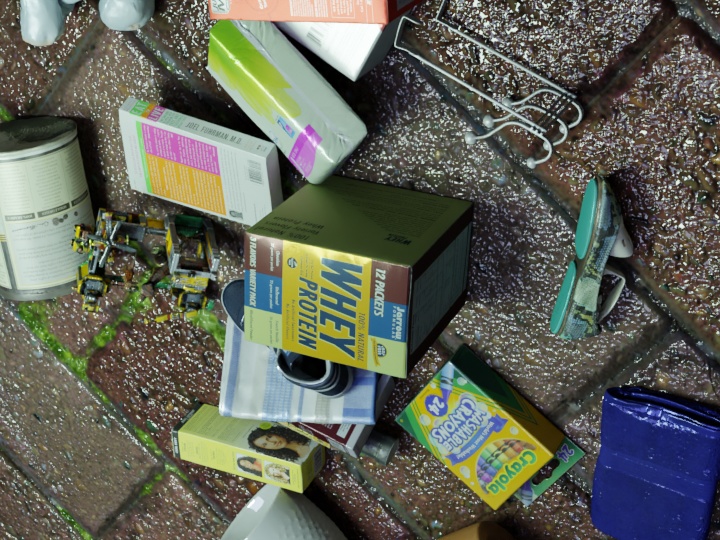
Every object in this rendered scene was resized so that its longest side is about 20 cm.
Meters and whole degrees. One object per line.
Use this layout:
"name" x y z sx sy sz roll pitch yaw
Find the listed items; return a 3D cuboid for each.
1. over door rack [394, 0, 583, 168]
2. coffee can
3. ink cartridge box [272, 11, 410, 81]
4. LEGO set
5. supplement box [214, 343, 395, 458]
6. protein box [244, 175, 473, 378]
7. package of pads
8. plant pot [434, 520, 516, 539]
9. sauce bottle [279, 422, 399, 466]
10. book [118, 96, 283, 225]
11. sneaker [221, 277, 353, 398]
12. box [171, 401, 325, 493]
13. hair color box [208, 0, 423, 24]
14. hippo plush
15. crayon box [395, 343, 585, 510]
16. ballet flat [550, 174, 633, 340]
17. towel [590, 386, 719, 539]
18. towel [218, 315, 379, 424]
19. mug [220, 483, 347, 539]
"over door rack" 0.129 -0.192 1.352 0.200 0.148 0.067 41 120 3
"coffee can" -0.420 -0.082 1.693 0.145 0.146 0.201 6 117 25
"ink cartridge box" -0.039 -0.326 1.409 0.200 0.083 0.147 37 124 6
"LEGO set" -0.262 0.006 1.630 0.199 0.116 0.154 15 117 -23
"supplement box" -0.069 0.140 1.642 0.199 0.109 0.061 26 167 14
"protein box" 0.000 0.000 1.476 0.197 0.200 0.136 12 117 20
"package of pads" -0.086 -0.195 1.467 0.200 0.068 0.154 48 170 -2
"plant pot" 0.140 0.409 1.634 0.140 0.200 0.200 -40 93 20
"sauce bottle" -0.046 0.191 1.687 0.199 0.065 0.065 24 123 16
"book" -0.192 -0.128 1.583 0.199 0.048 0.134 20 146 16
"sneaker" -0.095 0.073 1.550 0.200 0.108 0.070 40 90 14
"box" -0.151 0.237 1.761 0.199 0.075 0.050 11 121 21
"hair color box" -0.047 -0.291 1.318 0.199 0.102 0.062 5 116 23
"hippo plush" -0.315 -0.361 1.525 0.160 0.160 0.201 0 135 -5
"crayon box" 0.157 0.202 1.595 0.200 0.052 0.126 41 126 3
"ballet flat" 0.262 -0.012 1.432 0.074 0.074 0.201 22 124 16
"towel" 0.346 0.234 1.519 0.147 0.050 0.201 18 122 27
"towel" -0.074 0.113 1.607 0.199 0.024 0.148 3 73 8
"mug" -0.093 0.401 1.737 0.175 0.200 0.148 41 117 -8
